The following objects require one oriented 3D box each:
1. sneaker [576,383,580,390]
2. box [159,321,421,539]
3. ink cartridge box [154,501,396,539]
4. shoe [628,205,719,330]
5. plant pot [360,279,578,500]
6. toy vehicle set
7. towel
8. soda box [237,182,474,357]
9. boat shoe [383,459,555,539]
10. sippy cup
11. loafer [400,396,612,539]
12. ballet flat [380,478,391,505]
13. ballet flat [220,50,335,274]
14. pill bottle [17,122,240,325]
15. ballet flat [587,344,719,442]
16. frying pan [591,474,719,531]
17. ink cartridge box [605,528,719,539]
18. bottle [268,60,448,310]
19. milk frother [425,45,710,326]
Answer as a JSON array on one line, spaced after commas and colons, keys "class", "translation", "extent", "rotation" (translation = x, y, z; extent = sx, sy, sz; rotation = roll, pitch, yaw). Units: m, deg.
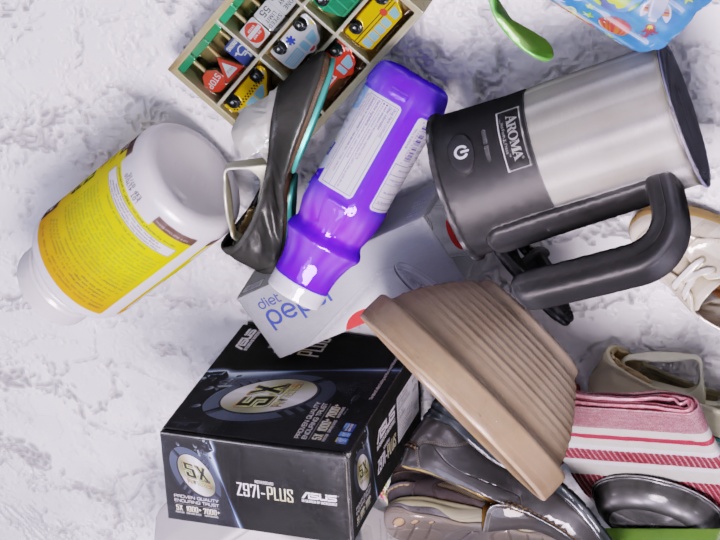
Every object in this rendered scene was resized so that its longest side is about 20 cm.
[{"class": "sneaker", "translation": [0.115, 0.088, 1.755], "extent": [0.082, 0.078, 0.200], "rotation": [-4, 129, 55]}, {"class": "box", "translation": [-0.054, 0.131, 1.754], "extent": [0.163, 0.200, 0.086], "rotation": [6, 118, 18]}, {"class": "ink cartridge box", "translation": [-0.066, 0.255, 1.874], "extent": [0.200, 0.085, 0.146], "rotation": [31, 131, -30]}, {"class": "shoe", "translation": [0.297, 0.015, 1.637], "extent": [0.200, 0.053, 0.070], "rotation": [31, 127, -1]}, {"class": "plant pot", "translation": [0.100, 0.074, 1.596], "extent": [0.093, 0.201, 0.201], "rotation": [-44, 102, -2]}, {"class": "toy vehicle set", "translation": [-0.050, -0.186, 1.656], "extent": [0.124, 0.027, 0.200], "rotation": [40, 127, -7]}, {"class": "towel", "translation": [0.231, 0.150, 1.715], "extent": [0.144, 0.023, 0.200], "rotation": [3, 151, 26]}, {"class": "soda box", "translation": [0.000, 0.000, 1.726], "extent": [0.200, 0.063, 0.068], "rotation": [-23, 112, 32]}, {"class": "boat shoe", "translation": [0.112, 0.203, 1.804], "extent": [0.200, 0.074, 0.074], "rotation": [17, 146, -29]}, {"class": "sippy cup", "translation": [0.183, -0.228, 1.482], "extent": [0.130, 0.140, 0.178], "rotation": [36, 153, -18]}, {"class": "loafer", "translation": [0.124, 0.190, 1.743], "extent": [0.200, 0.072, 0.073], "rotation": [37, 170, 10]}, {"class": "ballet flat", "translation": [0.083, 0.230, 1.865], "extent": [0.200, 0.076, 0.064], "rotation": [53, 155, -11]}, {"class": "ballet flat", "translation": [-0.072, -0.086, 1.656], "extent": [0.068, 0.068, 0.200], "rotation": [13, 118, -2]}, {"class": "pill bottle", "translation": [-0.201, -0.032, 1.764], "extent": [0.200, 0.109, 0.109], "rotation": [-35, 105, 34]}, {"class": "ballet flat", "translation": [0.283, 0.106, 1.701], "extent": [0.199, 0.070, 0.070], "rotation": [15, 126, 12]}, {"class": "frying pan", "translation": [0.281, 0.222, 1.775], "extent": [0.190, 0.031, 0.115], "rotation": [27, 152, -15]}, {"class": "ink cartridge box", "translation": [0.272, 0.308, 1.785], "extent": [0.147, 0.076, 0.200], "rotation": [-4, 134, 36]}, {"class": "bottle", "translation": [-0.005, -0.066, 1.635], "extent": [0.065, 0.084, 0.200], "rotation": [31, 99, 7]}, {"class": "milk frother", "translation": [0.176, -0.060, 1.599], "extent": [0.188, 0.200, 0.181], "rotation": [-17, 84, 17]}]
